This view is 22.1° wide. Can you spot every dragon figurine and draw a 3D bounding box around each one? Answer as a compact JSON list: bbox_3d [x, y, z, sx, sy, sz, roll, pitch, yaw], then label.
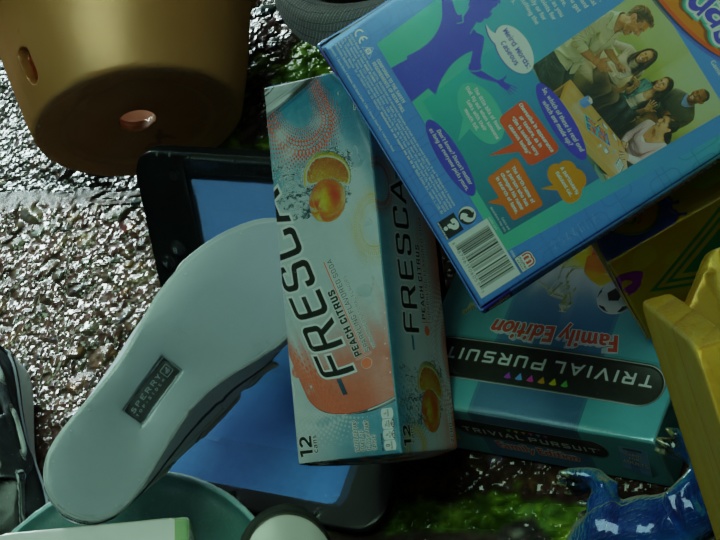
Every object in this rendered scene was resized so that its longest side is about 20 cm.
[{"bbox_3d":[0.151,0.136,0.890,0.198,0.059,0.100,-19,48,14],"label":"dragon figurine"}]

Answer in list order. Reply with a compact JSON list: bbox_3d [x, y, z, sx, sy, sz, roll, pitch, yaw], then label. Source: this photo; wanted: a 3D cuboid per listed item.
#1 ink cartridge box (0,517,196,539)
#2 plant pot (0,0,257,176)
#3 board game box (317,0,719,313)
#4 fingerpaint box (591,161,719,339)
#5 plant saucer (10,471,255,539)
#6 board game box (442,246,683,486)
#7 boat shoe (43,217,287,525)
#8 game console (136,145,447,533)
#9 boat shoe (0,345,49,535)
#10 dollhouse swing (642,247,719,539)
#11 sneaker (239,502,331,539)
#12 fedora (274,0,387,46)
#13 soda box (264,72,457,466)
[{"bbox_3d":[-0.179,0.203,0.924,0.198,0.048,0.147,-5,54,0],"label":"ink cartridge box"},{"bbox_3d":[-0.154,-0.156,1.207,0.198,0.200,0.141,-18,64,13],"label":"plant pot"},{"bbox_3d":[0.102,-0.096,0.888,0.199,0.045,0.153,-32,85,5],"label":"board game box"},{"bbox_3d":[0.176,-0.088,0.980,0.166,0.074,0.201,-30,45,6],"label":"fingerpaint box"},{"bbox_3d":[-0.127,0.205,0.986,0.198,0.036,0.202,-10,53,13],"label":"plant saucer"},{"bbox_3d":[0.128,0.010,1.012,0.150,0.047,0.201,6,57,31],"label":"board game box"},{"bbox_3d":[-0.095,0.060,1.014,0.074,0.086,0.203,36,75,3],"label":"boat shoe"},{"bbox_3d":[-0.059,0.033,1.049,0.198,0.178,0.116,6,28,30],"label":"game console"},{"bbox_3d":[-0.223,0.115,1.094,0.071,0.068,0.201,-22,49,9],"label":"boat shoe"},{"bbox_3d":[0.253,0.049,0.782,0.198,0.176,0.184,-17,84,-6],"label":"dollhouse swing"},{"bbox_3d":[-0.033,0.206,0.891,0.073,0.080,0.202,6,63,-11],"label":"sneaker"},{"bbox_3d":[0.053,-0.172,1.009,0.199,0.090,0.178,-31,40,10],"label":"fedora"},{"bbox_3d":[0.000,0.000,0.966,0.063,0.068,0.202,-10,82,28],"label":"soda box"}]
